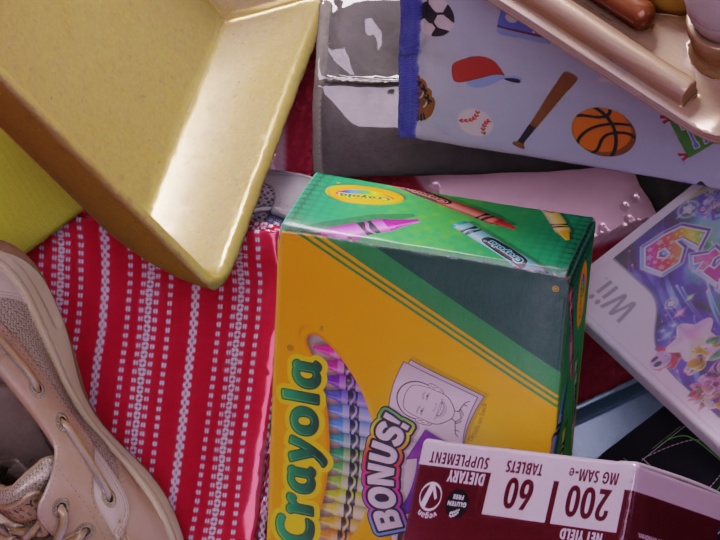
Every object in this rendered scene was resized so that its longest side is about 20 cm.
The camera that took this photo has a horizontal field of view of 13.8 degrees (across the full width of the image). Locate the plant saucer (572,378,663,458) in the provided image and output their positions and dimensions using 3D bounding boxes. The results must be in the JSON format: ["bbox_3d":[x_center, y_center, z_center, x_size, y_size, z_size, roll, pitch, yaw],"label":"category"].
[{"bbox_3d":[0.145,0.074,1.293,0.200,0.019,0.070,-25,82,-2],"label":"plant saucer"}]

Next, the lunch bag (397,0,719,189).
[{"bbox_3d":[0.114,-0.147,1.234,0.170,0.124,0.200,12,48,8],"label":"lunch bag"}]

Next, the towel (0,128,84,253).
[{"bbox_3d":[-0.199,-0.015,1.288,0.200,0.018,0.086,-36,78,13],"label":"towel"}]

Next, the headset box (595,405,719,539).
[{"bbox_3d":[0.218,0.100,1.208,0.200,0.093,0.174,-37,120,-4],"label":"headset box"}]

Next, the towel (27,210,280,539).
[{"bbox_3d":[-0.125,0.041,1.272,0.199,0.022,0.145,6,86,23],"label":"towel"}]

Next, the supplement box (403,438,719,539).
[{"bbox_3d":[0.060,0.170,1.110,0.109,0.061,0.201,3,78,43],"label":"supplement box"}]

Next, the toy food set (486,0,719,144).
[{"bbox_3d":[0.116,-0.148,1.127,0.200,0.060,0.143,36,65,22],"label":"toy food set"}]

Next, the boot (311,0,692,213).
[{"bbox_3d":[0.079,-0.051,1.286,0.199,0.073,0.182,1,67,-4],"label":"boot"}]

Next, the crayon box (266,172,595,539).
[{"bbox_3d":[0.026,0.067,1.219,0.118,0.058,0.200,9,118,12],"label":"crayon box"}]

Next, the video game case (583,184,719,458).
[{"bbox_3d":[0.192,-0.016,1.187,0.200,0.018,0.143,-38,39,-5],"label":"video game case"}]

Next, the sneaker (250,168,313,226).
[{"bbox_3d":[0.000,0.000,1.276,0.199,0.082,0.075,18,83,5],"label":"sneaker"}]

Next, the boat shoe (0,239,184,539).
[{"bbox_3d":[-0.131,0.087,1.214,0.072,0.065,0.200,-17,104,28],"label":"boat shoe"}]

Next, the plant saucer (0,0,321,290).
[{"bbox_3d":[-0.113,-0.113,1.238,0.048,0.200,0.200,-24,122,34],"label":"plant saucer"}]
